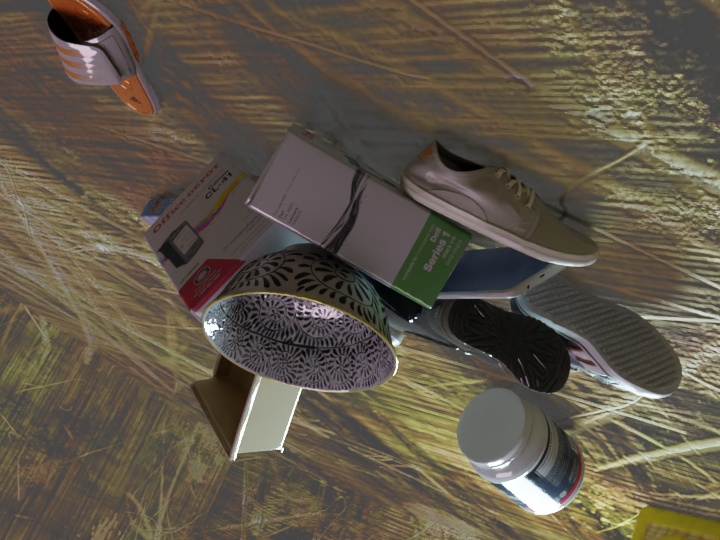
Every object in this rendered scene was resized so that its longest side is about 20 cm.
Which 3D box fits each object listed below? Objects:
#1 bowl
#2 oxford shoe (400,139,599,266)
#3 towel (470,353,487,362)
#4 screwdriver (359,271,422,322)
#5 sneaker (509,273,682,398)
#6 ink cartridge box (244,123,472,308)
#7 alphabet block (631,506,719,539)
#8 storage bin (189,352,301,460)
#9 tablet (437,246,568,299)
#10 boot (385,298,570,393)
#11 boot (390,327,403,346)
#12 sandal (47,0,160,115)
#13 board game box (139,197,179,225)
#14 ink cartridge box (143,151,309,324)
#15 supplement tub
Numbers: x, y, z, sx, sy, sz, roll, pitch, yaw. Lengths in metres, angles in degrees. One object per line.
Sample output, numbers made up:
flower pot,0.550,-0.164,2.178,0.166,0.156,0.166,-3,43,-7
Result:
bowl,-0.052,0.036,0.873,0.197,0.096,0.202,9,150,5
oxford shoe,0.133,-0.061,0.801,0.197,0.058,0.075,26,-160,0
towel,0.119,0.062,1.173,0.198,0.023,0.144,29,159,-8
screwdriver,-0.012,-0.012,0.915,0.199,0.028,0.029,39,-178,24
sneaker,0.253,0.074,0.960,0.199,0.079,0.080,35,157,8
ink cartridge box,-0.004,-0.059,0.858,0.198,0.085,0.146,30,-172,-9
alphabet block,0.606,0.564,1.564,0.199,0.198,0.195,38,155,-29
storage bin,-0.165,0.135,1.307,0.092,0.203,0.199,3,-153,-35
tablet,0.123,0.003,0.892,0.199,0.129,0.014,-5,109,54
boot,0.116,0.070,0.977,0.180,0.073,0.199,33,165,-17
boot,-0.039,0.102,1.355,0.197,0.097,0.074,20,160,15
sandal,-0.270,-0.212,0.918,0.078,0.060,0.207,18,158,21
board game box,-0.226,-0.049,1.261,0.150,0.037,0.199,36,168,-24
ink cartridge box,-0.148,-0.028,0.991,0.086,0.148,0.200,45,178,-40
supplement tub,0.254,0.286,1.383,0.139,0.142,0.200,3,151,46
